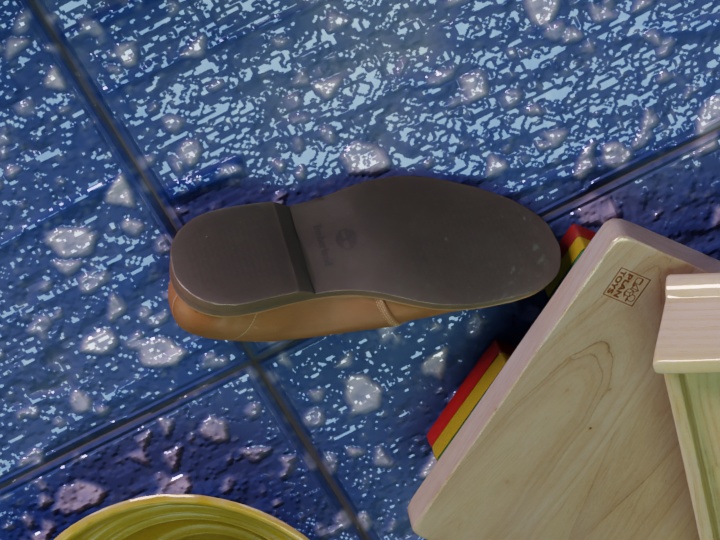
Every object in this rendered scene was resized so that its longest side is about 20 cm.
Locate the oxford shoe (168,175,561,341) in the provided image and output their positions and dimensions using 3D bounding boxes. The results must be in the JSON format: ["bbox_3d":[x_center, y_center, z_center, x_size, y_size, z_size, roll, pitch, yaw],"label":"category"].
[{"bbox_3d":[0.000,0.000,1.478,0.199,0.072,0.071,-3,152,-11],"label":"oxford shoe"}]

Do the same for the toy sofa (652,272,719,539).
[{"bbox_3d":[0.206,0.086,1.487,0.082,0.098,0.201,-2,129,19],"label":"toy sofa"}]

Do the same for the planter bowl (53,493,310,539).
[{"bbox_3d":[-0.082,0.193,1.551,0.199,0.084,0.202,2,110,5],"label":"planter bowl"}]

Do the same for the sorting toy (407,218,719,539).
[{"bbox_3d":[0.151,0.073,1.547,0.198,0.070,0.201,22,116,-25],"label":"sorting toy"}]
